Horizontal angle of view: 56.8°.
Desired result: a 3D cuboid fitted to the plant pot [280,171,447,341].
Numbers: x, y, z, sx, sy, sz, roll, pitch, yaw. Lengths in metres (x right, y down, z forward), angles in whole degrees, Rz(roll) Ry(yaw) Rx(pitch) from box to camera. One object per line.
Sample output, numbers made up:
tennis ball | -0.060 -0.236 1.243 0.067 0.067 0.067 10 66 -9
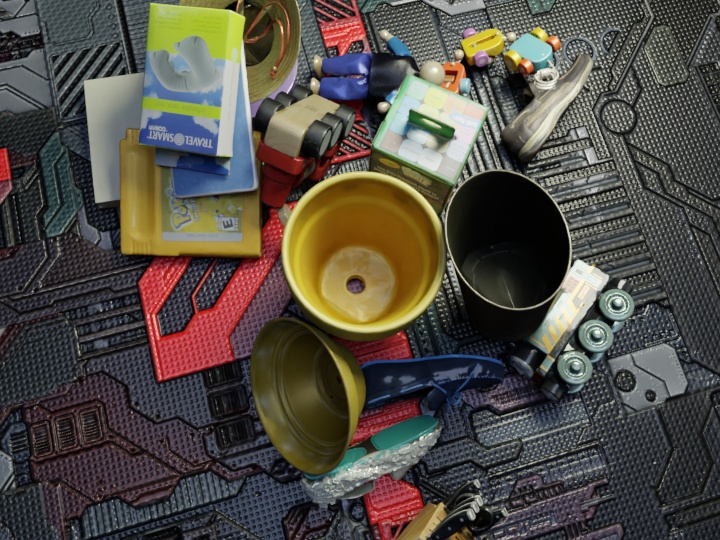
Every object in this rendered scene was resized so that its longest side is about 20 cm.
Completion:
plant pot | 0.000 0.000 0.871 0.198 0.189 0.203 1 74 -3

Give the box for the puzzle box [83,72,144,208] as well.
puzzle box | -0.334 -0.197 0.990 0.131 0.025 0.202 -9 76 -7

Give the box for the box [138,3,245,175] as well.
box | -0.220 -0.232 0.861 0.121 0.048 0.203 10 100 15

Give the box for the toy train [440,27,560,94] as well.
toy train | 0.205 -0.301 1.018 0.198 0.056 0.152 4 63 21

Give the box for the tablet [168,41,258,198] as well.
tablet | -0.204 -0.203 0.892 0.129 0.014 0.203 -3 98 17

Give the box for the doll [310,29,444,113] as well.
doll | 0.028 -0.297 1.001 0.197 0.048 0.138 4 75 13

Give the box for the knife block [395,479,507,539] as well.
knife block | 0.083 0.340 0.791 0.064 0.176 0.200 44 77 10

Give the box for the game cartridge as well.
game cartridge | -0.237 -0.108 0.938 0.197 0.032 0.179 1 96 -3

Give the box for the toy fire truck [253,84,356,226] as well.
toy fire truck | -0.082 -0.134 0.940 0.128 0.176 0.202 25 118 5

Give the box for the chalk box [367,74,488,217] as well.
chalk box | 0.090 -0.173 0.915 0.123 0.200 0.125 26 75 4

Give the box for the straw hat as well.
straw hat | -0.146 -0.320 0.905 0.199 0.085 0.204 8 107 25

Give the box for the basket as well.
basket | 0.182 0.002 0.836 0.135 0.200 0.182 -17 64 4

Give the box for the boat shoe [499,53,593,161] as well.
boat shoe | 0.283 -0.261 1.015 0.073 0.075 0.201 35 75 6

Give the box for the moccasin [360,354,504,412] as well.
moccasin | 0.095 0.159 0.897 0.197 0.081 0.069 -7 60 9

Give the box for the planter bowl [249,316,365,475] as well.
planter bowl | -0.053 0.151 0.860 0.083 0.200 0.202 -11 72 -43

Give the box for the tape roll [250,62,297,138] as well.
tape roll | -0.194 -0.290 0.980 0.197 0.085 0.202 3 72 -11

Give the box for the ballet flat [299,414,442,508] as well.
ballet flat | 0.018 0.254 0.877 0.198 0.072 0.072 -20 77 -6

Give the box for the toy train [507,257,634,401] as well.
toy train | 0.292 0.080 0.925 0.113 0.085 0.201 34 79 20
